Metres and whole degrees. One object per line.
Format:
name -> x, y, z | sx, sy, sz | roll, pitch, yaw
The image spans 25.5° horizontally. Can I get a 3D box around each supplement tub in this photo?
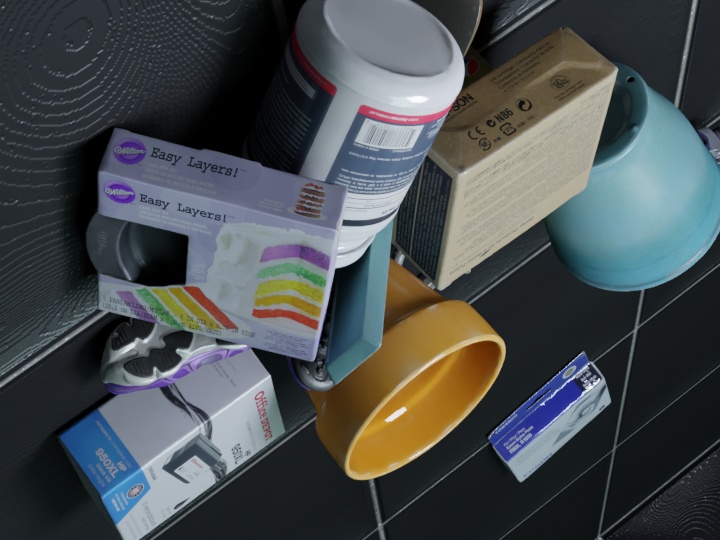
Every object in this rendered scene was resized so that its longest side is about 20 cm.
supplement tub -> -0.014, -0.114, 1.279 | 0.140, 0.141, 0.201 | -18, 147, -42

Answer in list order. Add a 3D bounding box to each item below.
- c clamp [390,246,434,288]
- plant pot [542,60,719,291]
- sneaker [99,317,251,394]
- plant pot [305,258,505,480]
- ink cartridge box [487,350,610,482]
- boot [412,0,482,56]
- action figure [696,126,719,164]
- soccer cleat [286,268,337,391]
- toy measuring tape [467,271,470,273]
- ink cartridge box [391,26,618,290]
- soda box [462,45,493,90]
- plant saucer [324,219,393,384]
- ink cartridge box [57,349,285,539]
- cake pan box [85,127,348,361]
c clamp -> 0.050, 0.003, 1.704 | 0.170, 0.027, 0.201 | -24, 149, -37
plant pot -> 0.262, -0.110, 1.650 | 0.200, 0.200, 0.188 | -41, 142, 0
sneaker -> -0.153, 0.057, 1.467 | 0.199, 0.081, 0.083 | -19, 165, -27
plant pot -> 0.011, 0.071, 1.572 | 0.199, 0.184, 0.201 | -33, 155, -17
ink cartridge box -> 0.291, 0.226, 2.417 | 0.199, 0.041, 0.200 | -41, 156, -1
boot -> 0.052, -0.184, 1.374 | 0.075, 0.073, 0.201 | -42, 168, -49
action figure -> 0.366, -0.133, 1.906 | 0.199, 0.070, 0.130 | -13, 153, -40
soccer cleat -> -0.050, 0.026, 1.410 | 0.068, 0.201, 0.073 | 20, 141, -32
toy measuring tape -> 0.096, -0.049, 1.602 | 0.073, 0.074, 0.200 | -42, 143, 1
ink cartridge box -> 0.126, -0.100, 1.419 | 0.199, 0.075, 0.165 | -34, 154, -27
soda box -> 0.115, -0.133, 1.527 | 0.064, 0.068, 0.200 | -40, 156, -3
plant saucer -> 0.000, 0.000, 1.363 | 0.019, 0.201, 0.070 | 28, 135, -21
ink cartridge box -> -0.180, 0.159, 1.555 | 0.199, 0.084, 0.145 | -36, 156, -14
cake pan box -> -0.116, -0.017, 1.262 | 0.185, 0.198, 0.053 | 105, 0, -51
